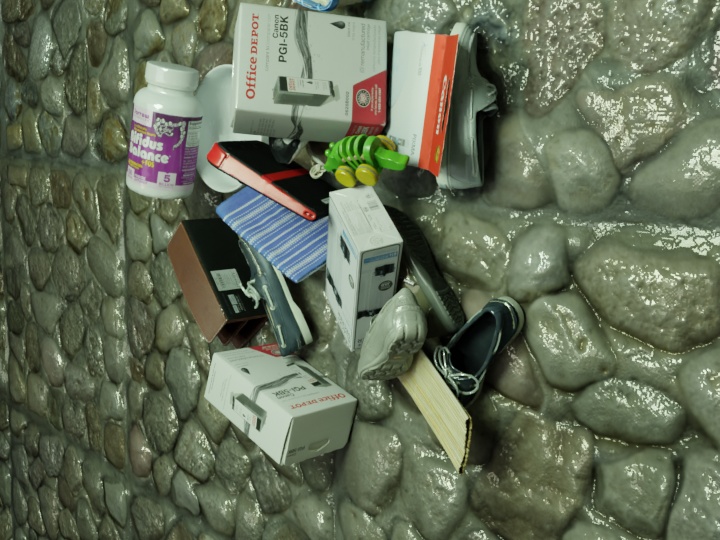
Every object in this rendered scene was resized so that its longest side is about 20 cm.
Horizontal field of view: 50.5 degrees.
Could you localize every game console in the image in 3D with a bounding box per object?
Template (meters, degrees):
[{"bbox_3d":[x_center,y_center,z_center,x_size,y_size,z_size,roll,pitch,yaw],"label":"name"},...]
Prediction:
[{"bbox_3d":[-0.109,-0.125,1.064,0.175,0.200,0.031,34,106,5],"label":"game console"}]

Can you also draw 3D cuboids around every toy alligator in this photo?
[{"bbox_3d":[-0.018,-0.147,0.986,0.198,0.054,0.060,5,57,50],"label":"toy alligator"}]

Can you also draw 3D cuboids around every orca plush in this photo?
[{"bbox_3d":[-0.080,-0.253,1.075,0.105,0.071,0.201,32,82,41],"label":"orca plush"}]

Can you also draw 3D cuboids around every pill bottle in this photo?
[{"bbox_3d":[-0.313,-0.226,1.230,0.111,0.111,0.204,26,113,39],"label":"pill bottle"}]

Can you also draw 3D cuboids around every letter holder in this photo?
[{"bbox_3d":[-0.260,0.032,1.331,0.142,0.099,0.202,-46,64,39],"label":"letter holder"}]

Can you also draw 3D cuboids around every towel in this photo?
[{"bbox_3d":[-0.106,-0.076,1.138,0.199,0.144,0.024,38,150,29],"label":"towel"}]

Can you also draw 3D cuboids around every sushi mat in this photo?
[{"bbox_3d":[0.092,0.164,0.995,0.201,0.012,0.097,-125,32,-53],"label":"sushi mat"}]

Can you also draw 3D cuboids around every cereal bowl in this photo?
[{"bbox_3d":[-0.192,-0.228,1.246,0.198,0.082,0.205,6,99,44],"label":"cereal bowl"}]

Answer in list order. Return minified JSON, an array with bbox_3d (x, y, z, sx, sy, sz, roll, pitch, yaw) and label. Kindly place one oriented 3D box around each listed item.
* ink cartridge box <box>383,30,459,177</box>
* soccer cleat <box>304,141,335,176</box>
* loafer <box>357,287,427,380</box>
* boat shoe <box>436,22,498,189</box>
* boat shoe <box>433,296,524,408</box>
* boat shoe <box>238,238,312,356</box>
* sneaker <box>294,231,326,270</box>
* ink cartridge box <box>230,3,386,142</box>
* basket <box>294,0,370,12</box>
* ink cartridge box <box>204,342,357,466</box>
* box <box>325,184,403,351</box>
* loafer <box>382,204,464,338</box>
[{"bbox_3d":[0.069,-0.209,0.942,0.200,0.046,0.163,-112,28,-73],"label":"ink cartridge box"},{"bbox_3d":[-0.064,-0.212,1.127,0.201,0.077,0.070,52,126,27],"label":"soccer cleat"},{"bbox_3d":[0.040,0.091,1.008,0.201,0.068,0.071,122,147,-57],"label":"loafer"},{"bbox_3d":[0.137,-0.202,0.949,0.070,0.070,0.205,6,94,19],"label":"boat shoe"},{"bbox_3d":[0.135,0.118,0.979,0.075,0.061,0.201,52,127,24],"label":"boat shoe"},{"bbox_3d":[-0.146,0.037,1.204,0.203,0.061,0.075,63,166,-5],"label":"boat shoe"},{"bbox_3d":[-0.101,-0.050,1.200,0.199,0.070,0.095,43,139,30],"label":"sneaker"},{"bbox_3d":[-0.069,-0.256,1.010,0.083,0.196,0.150,143,128,-74],"label":"ink cartridge box"},{"bbox_3d":[-0.069,-0.429,1.021,0.176,0.198,0.141,43,122,33],"label":"basket"},{"bbox_3d":[-0.123,0.199,1.182,0.198,0.145,0.084,29,112,37],"label":"ink cartridge box"},{"bbox_3d":[0.000,0.000,1.029,0.202,0.059,0.118,95,155,-48],"label":"box"},{"bbox_3d":[0.063,0.004,1.023,0.069,0.075,0.202,-35,70,26],"label":"loafer"}]
